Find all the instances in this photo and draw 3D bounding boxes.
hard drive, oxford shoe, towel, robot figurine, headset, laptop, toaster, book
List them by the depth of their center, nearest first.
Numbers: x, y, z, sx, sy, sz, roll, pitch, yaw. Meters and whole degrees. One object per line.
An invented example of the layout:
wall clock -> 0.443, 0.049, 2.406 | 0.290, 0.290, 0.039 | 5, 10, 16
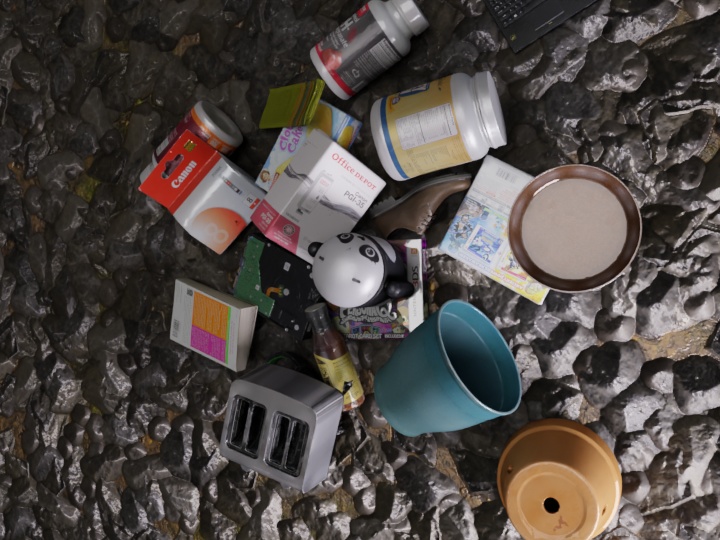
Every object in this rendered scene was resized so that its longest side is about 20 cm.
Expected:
laptop -> 0.272, -0.497, 1.038 | 0.177, 0.103, 0.200 | -30, 80, 20
robot figurine -> 0.002, -0.001, 1.062 | 0.150, 0.200, 0.125 | -16, 82, 21
toaster -> -0.133, 0.268, 1.127 | 0.181, 0.119, 0.200 | 17, 103, 19
oxford shoe -> 0.114, -0.111, 1.128 | 0.200, 0.073, 0.085 | -26, 84, 32
towel -> -0.133, -0.304, 1.181 | 0.200, 0.018, 0.086 | 15, 84, 56
hard drive -> -0.154, 0.028, 1.230 | 0.200, 0.038, 0.140 | 27, 105, 28
headset -> -0.116, 0.244, 1.234 | 0.200, 0.094, 0.124 | 45, 111, 31
book -> -0.302, 0.106, 1.282 | 0.200, 0.048, 0.134 | 19, 106, 32

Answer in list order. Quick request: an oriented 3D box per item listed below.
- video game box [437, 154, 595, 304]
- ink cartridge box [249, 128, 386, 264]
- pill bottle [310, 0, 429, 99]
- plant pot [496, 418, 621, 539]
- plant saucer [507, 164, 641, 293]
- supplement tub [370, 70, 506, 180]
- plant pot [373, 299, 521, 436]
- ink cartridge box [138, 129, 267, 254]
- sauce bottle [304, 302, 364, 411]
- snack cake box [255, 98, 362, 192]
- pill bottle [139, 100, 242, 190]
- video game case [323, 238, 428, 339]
video game box -> 0.260, -0.069, 1.081 | 0.200, 0.047, 0.182 | 31, 99, 18
ink cartridge box -> -0.074, -0.125, 1.137 | 0.200, 0.146, 0.083 | -53, 39, 6
pill bottle -> 0.018, -0.404, 1.135 | 0.200, 0.111, 0.111 | -33, 79, 19
plant pot -> 0.309, 0.349, 1.020 | 0.200, 0.140, 0.201 | 0, 90, 21
plant saucer -> 0.335, -0.066, 1.012 | 0.200, 0.034, 0.201 | 1, 92, 19
supplement tub -> 0.132, -0.243, 1.075 | 0.200, 0.145, 0.145 | -13, 86, 21
plant pot -> 0.131, 0.180, 1.069 | 0.188, 0.200, 0.200 | -37, 78, 34
ink cartridge box -> -0.298, -0.147, 1.236 | 0.162, 0.200, 0.050 | -45, 31, 16
sauce bottle -> -0.050, 0.157, 1.170 | 0.066, 0.066, 0.200 | -15, 101, 21
snack cake box -> -0.098, -0.220, 1.208 | 0.115, 0.067, 0.200 | 33, 102, 17
pill bottle -> -0.339, -0.228, 1.276 | 0.200, 0.114, 0.114 | -43, 76, 17
video game case -> 0.025, 0.036, 1.180 | 0.200, 0.036, 0.182 | -2, 89, 22
